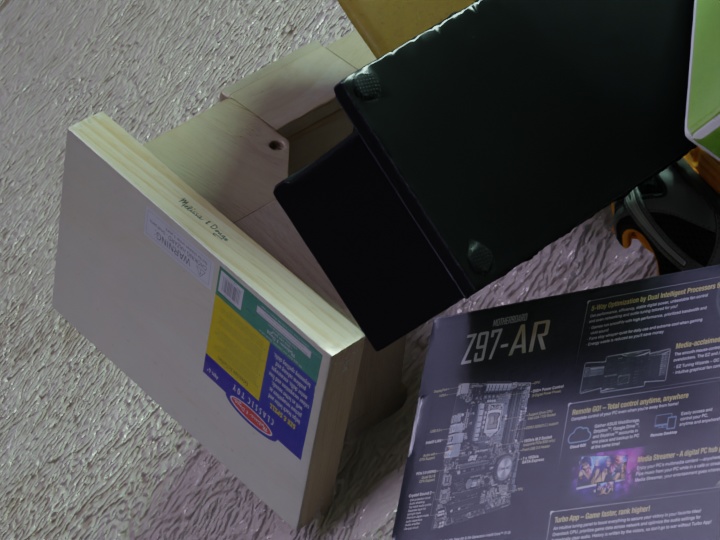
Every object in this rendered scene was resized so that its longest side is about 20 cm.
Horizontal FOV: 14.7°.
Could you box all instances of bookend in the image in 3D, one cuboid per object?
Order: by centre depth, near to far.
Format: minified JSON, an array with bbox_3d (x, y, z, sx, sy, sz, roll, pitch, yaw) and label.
[{"bbox_3d":[0.037,-0.041,1.125,0.199,0.092,0.200,-33,-1,-35],"label":"bookend"}]

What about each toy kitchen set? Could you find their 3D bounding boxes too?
[{"bbox_3d":[0.000,0.000,1.506,0.200,0.180,0.163,-32,-36,-33],"label":"toy kitchen set"}]

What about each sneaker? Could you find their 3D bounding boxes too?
[{"bbox_3d":[0.138,-0.044,1.245,0.200,0.078,0.077,-107,39,-69],"label":"sneaker"}]

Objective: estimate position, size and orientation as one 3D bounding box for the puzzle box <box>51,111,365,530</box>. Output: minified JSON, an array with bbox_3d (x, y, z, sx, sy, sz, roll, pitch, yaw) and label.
[{"bbox_3d":[-0.082,0.026,1.425,0.025,0.200,0.133,-30,-32,-35],"label":"puzzle box"}]

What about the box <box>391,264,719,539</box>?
[{"bbox_3d":[0.100,0.082,1.030,0.200,0.044,0.160,-13,55,40],"label":"box"}]

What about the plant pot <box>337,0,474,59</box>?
[{"bbox_3d":[0.073,-0.194,1.368,0.200,0.176,0.200,-47,1,21],"label":"plant pot"}]

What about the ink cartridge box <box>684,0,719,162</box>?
[{"bbox_3d":[0.147,-0.115,1.035,0.076,0.200,0.148,-41,26,38],"label":"ink cartridge box"}]
